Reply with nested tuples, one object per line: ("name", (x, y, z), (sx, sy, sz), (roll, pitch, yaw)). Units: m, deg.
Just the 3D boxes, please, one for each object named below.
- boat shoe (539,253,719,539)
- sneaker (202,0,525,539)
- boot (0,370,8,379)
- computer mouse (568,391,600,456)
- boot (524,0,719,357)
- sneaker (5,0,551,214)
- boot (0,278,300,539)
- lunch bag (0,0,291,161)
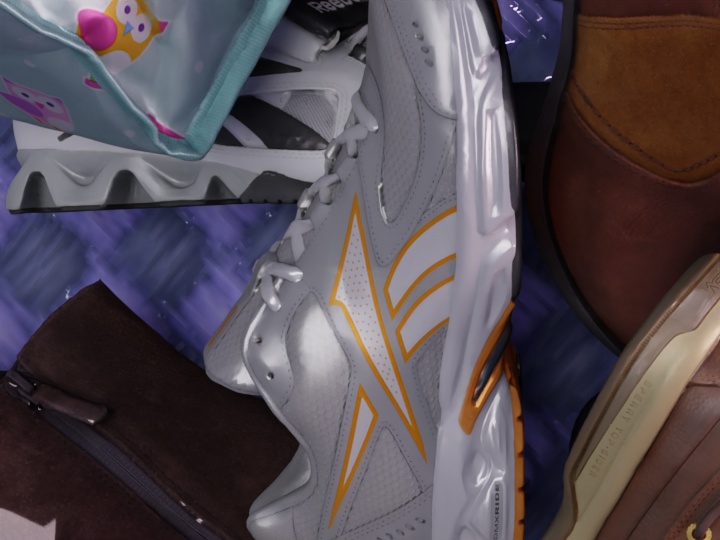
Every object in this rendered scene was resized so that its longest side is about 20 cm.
("boat shoe", (0.084, 0.087, 0.849), (0.067, 0.072, 0.201), (32, 132, 13))
("sneaker", (0.000, 0.000, 0.844), (0.091, 0.076, 0.201), (-1, 107, 2))
("boot", (-0.115, 0.113, 0.955), (0.210, 0.079, 0.159), (14, 86, 13))
("computer mouse", (0.151, 0.081, 0.879), (0.199, 0.034, 0.059), (18, 94, 20))
("boot", (0.136, -0.032, 0.805), (0.200, 0.068, 0.189), (19, 125, 43))
("sneaker", (-0.020, -0.062, 0.924), (0.199, 0.074, 0.089), (0, 91, 20))
("boot", (-0.070, 0.117, 0.897), (0.166, 0.072, 0.200), (34, 60, 4))
("lunch bag", (-0.078, -0.148, 0.893), (0.170, 0.122, 0.201), (14, 70, 46))
